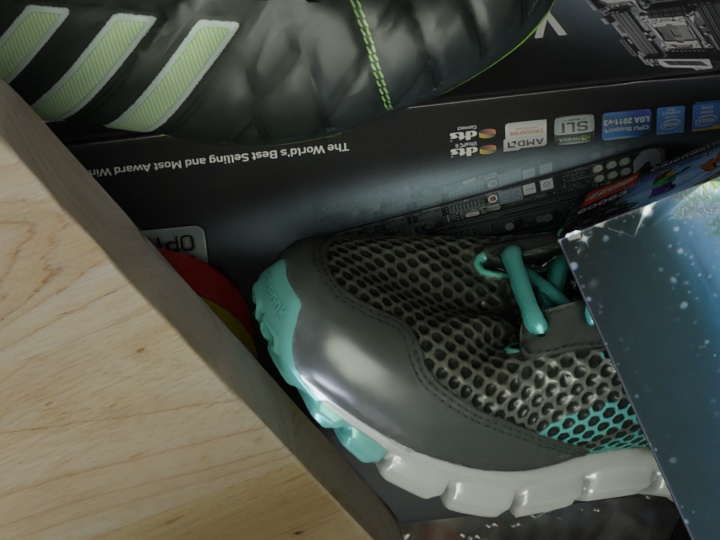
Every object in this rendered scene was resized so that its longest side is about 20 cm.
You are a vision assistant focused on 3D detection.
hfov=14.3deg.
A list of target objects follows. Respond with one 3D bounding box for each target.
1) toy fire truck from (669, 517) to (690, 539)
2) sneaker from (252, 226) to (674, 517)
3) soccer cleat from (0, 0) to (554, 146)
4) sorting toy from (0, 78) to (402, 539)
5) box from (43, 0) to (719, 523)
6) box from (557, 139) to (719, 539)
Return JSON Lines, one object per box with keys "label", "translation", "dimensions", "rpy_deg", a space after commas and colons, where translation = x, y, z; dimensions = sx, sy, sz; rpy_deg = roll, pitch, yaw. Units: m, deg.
{"label": "toy fire truck", "translation": [0.100, 0.185, 0.749], "dimensions": [0.176, 0.129, 0.200], "rpy_deg": [-27, 120, -14]}
{"label": "sneaker", "translation": [0.071, 0.009, 0.673], "dimensions": [0.200, 0.078, 0.091], "rpy_deg": [10, 127, -30]}
{"label": "soccer cleat", "translation": [-0.055, -0.068, 0.633], "dimensions": [0.200, 0.068, 0.081], "rpy_deg": [-4, 151, 0]}
{"label": "sorting toy", "translation": [-0.121, 0.034, 0.659], "dimensions": [0.200, 0.070, 0.199], "rpy_deg": [-22, 140, 15]}
{"label": "box", "translation": [0.000, 0.000, 0.734], "dimensions": [0.200, 0.050, 0.158], "rpy_deg": [-6, 137, -2]}
{"label": "box", "translation": [0.145, 0.052, 0.610], "dimensions": [0.137, 0.038, 0.200], "rpy_deg": [-21, 101, 17]}
